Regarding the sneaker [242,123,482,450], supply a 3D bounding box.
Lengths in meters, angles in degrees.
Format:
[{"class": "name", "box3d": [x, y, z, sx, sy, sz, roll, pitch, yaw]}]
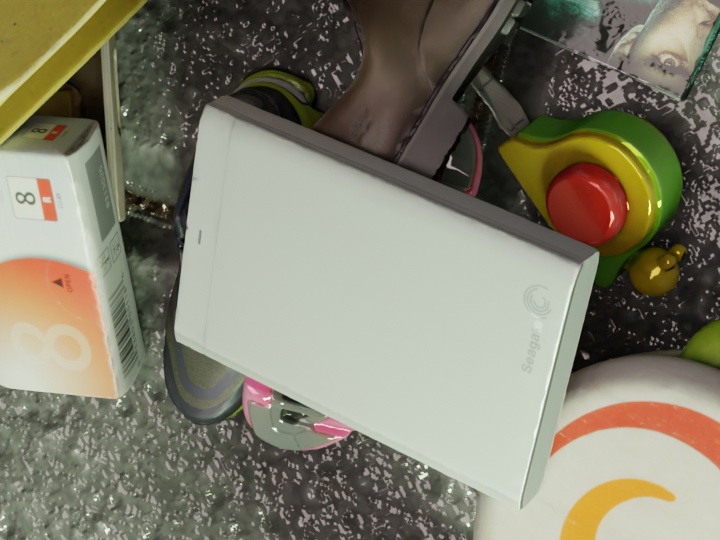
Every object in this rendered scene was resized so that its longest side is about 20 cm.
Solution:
[{"class": "sneaker", "box3d": [0.000, 0.000, 0.919, 0.079, 0.095, 0.200, 26, 99, -11]}]

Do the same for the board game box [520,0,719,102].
[{"class": "board game box", "box3d": [0.101, -0.187, 0.884, 0.200, 0.028, 0.136, 26, 107, 14]}]

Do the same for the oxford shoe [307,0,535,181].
[{"class": "oxford shoe", "box3d": [0.037, -0.129, 0.828, 0.084, 0.073, 0.200, 30, 85, 5]}]

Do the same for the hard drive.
[{"class": "hard drive", "box3d": [0.005, 0.013, 0.818, 0.200, 0.026, 0.132, 24, 122, 24]}]

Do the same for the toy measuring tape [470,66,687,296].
[{"class": "toy measuring tape", "box3d": [0.103, -0.075, 0.874, 0.073, 0.074, 0.200, -34, 92, 21]}]

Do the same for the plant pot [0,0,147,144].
[{"class": "plant pot", "box3d": [-0.188, -0.189, 0.825, 0.200, 0.194, 0.196, 44, 76, -8]}]

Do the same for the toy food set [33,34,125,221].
[{"class": "toy food set", "box3d": [-0.227, -0.097, 1.000, 0.199, 0.060, 0.144, 0, 99, 20]}]

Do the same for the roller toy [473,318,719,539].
[{"class": "roller toy", "box3d": [0.157, 0.131, 0.859, 0.200, 0.140, 0.183, -23, 80, 24]}]

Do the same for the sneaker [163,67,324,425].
[{"class": "sneaker", "box3d": [-0.076, -0.010, 0.950, 0.074, 0.081, 0.201, 15, 104, 17]}]

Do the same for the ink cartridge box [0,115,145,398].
[{"class": "ink cartridge box", "box3d": [-0.230, -0.011, 0.986, 0.199, 0.050, 0.163, 2, 124, 13]}]
